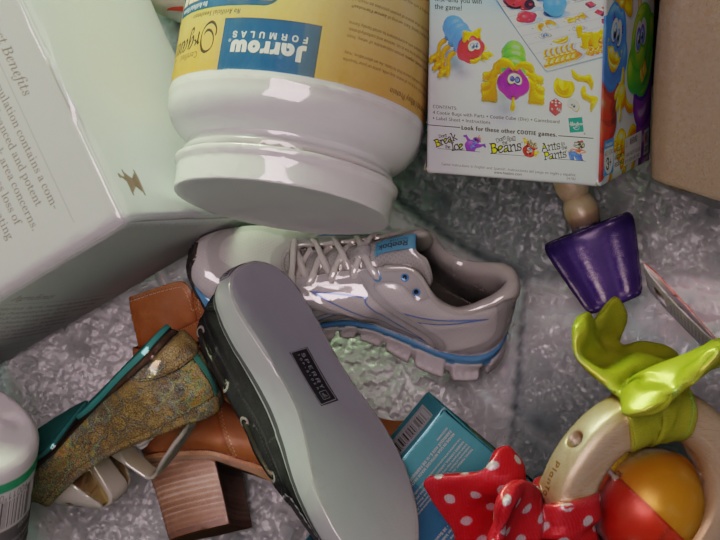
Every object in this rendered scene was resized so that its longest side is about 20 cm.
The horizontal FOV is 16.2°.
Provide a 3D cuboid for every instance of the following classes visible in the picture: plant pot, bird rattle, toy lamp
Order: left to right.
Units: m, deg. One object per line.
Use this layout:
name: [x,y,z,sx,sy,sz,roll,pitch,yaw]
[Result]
toy lamp: [0.116,-0.074,1.493,0.058,0.058,0.201,-19,89,5]
bird rattle: [0.143,0.122,1.386,0.163,0.112,0.201,41,76,-31]
plant pot: [0.257,-0.117,1.427,0.199,0.200,0.178,18,99,9]

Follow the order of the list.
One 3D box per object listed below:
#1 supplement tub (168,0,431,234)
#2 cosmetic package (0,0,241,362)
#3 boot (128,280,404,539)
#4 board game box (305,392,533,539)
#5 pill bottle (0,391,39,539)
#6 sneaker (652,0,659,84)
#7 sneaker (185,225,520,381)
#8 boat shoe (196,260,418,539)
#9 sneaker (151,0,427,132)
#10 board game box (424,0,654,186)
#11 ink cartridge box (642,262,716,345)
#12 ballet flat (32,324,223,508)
supplement tub: [-0.028,-0.132,1.410,0.144,0.145,0.201,7,79,9]
cosmetic package: [-0.207,-0.056,1.466,0.199,0.166,0.168,-29,81,21]
boot: [-0.041,0.065,1.502,0.199,0.074,0.156,-12,79,4]
board game box: [0.068,0.192,1.447,0.200,0.047,0.151,40,90,-14]
pill bottle: [-0.251,0.172,1.464,0.112,0.113,0.201,16,116,9]
sneaker: [0.131,-0.193,1.518,0.082,0.072,0.201,-9,81,30]
sneaker: [0.000,0.000,1.466,0.199,0.087,0.075,10,53,-12]
boat shoe: [-0.031,0.090,1.399,0.057,0.068,0.201,-46,62,43]
sneaker: [-0.040,-0.132,1.521,0.198,0.070,0.094,11,80,6]
board game box: [0.102,-0.157,1.395,0.104,0.103,0.201,6,103,22]
ink cartridge box: [0.247,0.058,1.441,0.050,0.109,0.200,-44,80,1]
ballet flat: [-0.148,0.101,1.479,0.200,0.071,0.071,-37,78,40]
